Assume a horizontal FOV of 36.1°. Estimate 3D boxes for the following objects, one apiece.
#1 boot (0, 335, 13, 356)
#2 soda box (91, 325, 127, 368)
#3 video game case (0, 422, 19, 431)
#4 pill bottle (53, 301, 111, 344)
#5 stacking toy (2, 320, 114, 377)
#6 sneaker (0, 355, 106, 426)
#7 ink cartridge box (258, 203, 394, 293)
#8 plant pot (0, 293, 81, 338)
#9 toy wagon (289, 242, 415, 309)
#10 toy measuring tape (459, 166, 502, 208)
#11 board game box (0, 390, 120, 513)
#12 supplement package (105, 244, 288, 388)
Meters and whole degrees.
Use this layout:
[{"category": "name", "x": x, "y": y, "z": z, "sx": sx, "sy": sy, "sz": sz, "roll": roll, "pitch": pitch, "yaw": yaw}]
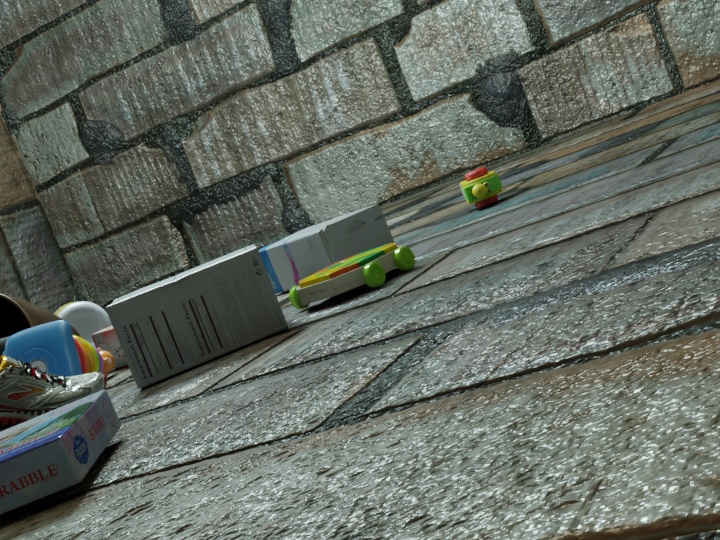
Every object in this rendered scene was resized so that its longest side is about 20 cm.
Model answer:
[{"category": "boot", "x": -0.568, "y": 0.121, "z": 1.557, "sx": 0.199, "sy": 0.066, "sz": 0.165, "roll": -5, "pitch": -31, "yaw": 21}, {"category": "soda box", "x": -0.328, "y": 0.101, "z": 1.681, "sx": 0.068, "sy": 0.064, "sz": 0.199, "roll": -26, "pitch": 8, "yaw": -41}, {"category": "video game case", "x": -0.511, "y": 0.199, "z": 1.381, "sx": 0.198, "sy": 0.019, "sz": 0.143, "roll": -4, "pitch": 8, "yaw": 8}, {"category": "pill bottle", "x": -0.547, "y": 0.116, "z": 2.146, "sx": 0.111, "sy": 0.113, "sz": 0.200, "roll": -23, "pitch": 6, "yaw": -19}, {"category": "stacking toy", "x": -0.406, "y": 0.134, "z": 1.569, "sx": 0.109, "sy": 0.117, "sz": 0.200, "roll": -17, "pitch": -5, "yaw": 14}, {"category": "sneaker", "x": -0.411, "y": 0.145, "z": 1.355, "sx": 0.199, "sy": 0.083, "sz": 0.078, "roll": -6, "pitch": 8, "yaw": -21}, {"category": "ink cartridge box", "x": -0.061, "y": -0.034, "z": 1.840, "sx": 0.144, "sy": 0.085, "sz": 0.199, "roll": -27, "pitch": 6, "yaw": -39}, {"category": "plant pot", "x": -0.525, "y": 0.130, "z": 1.727, "sx": 0.186, "sy": 0.188, "sz": 0.200, "roll": -20, "pitch": -9, "yaw": 16}, {"category": "toy wagon", "x": 0.000, "y": 0.000, "z": 1.500, "sx": 0.155, "sy": 0.040, "sz": 0.200, "roll": -17, "pitch": 8, "yaw": 42}, {"category": "toy measuring tape", "x": 0.217, "y": -0.152, "z": 1.990, "sx": 0.073, "sy": 0.074, "sz": 0.200, "roll": -21, "pitch": 6, "yaw": 5}, {"category": "board game box", "x": -0.320, "y": 0.175, "z": 0.951, "sx": 0.199, "sy": 0.041, "sz": 0.200, "roll": -22, "pitch": 5, "yaw": -2}, {"category": "supplement package", "x": -0.205, "y": 0.055, "z": 1.395, "sx": 0.199, "sy": 0.110, "sz": 0.114, "roll": -22, "pitch": 5, "yaw": -5}]
